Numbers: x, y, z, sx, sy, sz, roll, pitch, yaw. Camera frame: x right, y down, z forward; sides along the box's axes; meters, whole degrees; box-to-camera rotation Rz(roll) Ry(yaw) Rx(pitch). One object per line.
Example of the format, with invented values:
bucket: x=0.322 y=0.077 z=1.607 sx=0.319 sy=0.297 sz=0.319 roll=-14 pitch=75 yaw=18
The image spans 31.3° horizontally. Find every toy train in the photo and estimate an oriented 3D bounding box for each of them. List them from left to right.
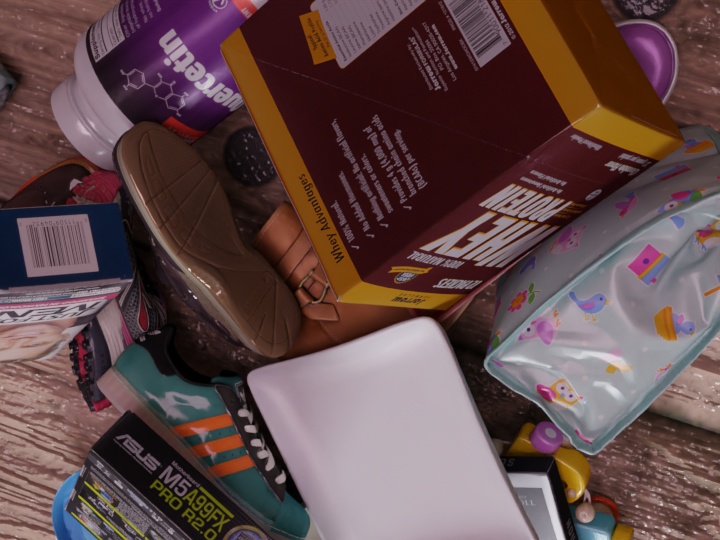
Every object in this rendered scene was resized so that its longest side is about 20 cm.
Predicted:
toy train: x=0.126 y=0.175 z=1.001 sx=0.150 sy=0.056 sz=0.200 roll=-30 pitch=105 yaw=38

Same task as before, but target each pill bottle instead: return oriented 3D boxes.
pill bottle: x=-0.125 y=-0.158 z=0.925 sx=0.200 sy=0.112 sz=0.113 roll=-35 pitch=96 yaw=21

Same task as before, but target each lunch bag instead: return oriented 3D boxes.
lunch bag: x=0.188 y=-0.002 z=0.866 sx=0.122 sy=0.170 sz=0.200 roll=41 pitch=110 yaw=-7

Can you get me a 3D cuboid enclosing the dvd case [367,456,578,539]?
dvd case: x=0.101 y=0.228 z=0.997 sx=0.150 sy=0.025 sz=0.200 roll=-4 pitch=119 yaw=29

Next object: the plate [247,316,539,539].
plate: x=0.027 y=0.139 z=0.936 sx=0.200 sy=0.032 sz=0.200 roll=-20 pitch=98 yaw=42

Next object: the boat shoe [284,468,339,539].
boat shoe: x=-0.076 y=0.229 z=1.069 sx=0.067 sy=0.057 sz=0.200 roll=24 pitch=120 yaw=-33

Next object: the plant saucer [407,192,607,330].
plant saucer: x=0.077 y=-0.092 z=0.894 sx=0.200 sy=0.037 sz=0.200 roll=-39 pitch=66 yaw=24

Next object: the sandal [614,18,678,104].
sandal: x=0.134 y=-0.104 z=0.911 sx=0.202 sy=0.050 sz=0.083 roll=-30 pitch=98 yaw=20

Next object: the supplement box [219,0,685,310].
supplement box: x=0.053 y=-0.111 z=0.810 sx=0.200 sy=0.133 sz=0.198 roll=-36 pitch=68 yaw=26

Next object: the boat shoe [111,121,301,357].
boat shoe: x=-0.120 y=-0.015 z=0.924 sx=0.065 sy=0.072 sz=0.200 roll=-11 pitch=125 yaw=42

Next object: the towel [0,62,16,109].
towel: x=-0.391 y=-0.140 z=1.030 sx=0.171 sy=0.048 sz=0.200 roll=44 pitch=111 yaw=-3

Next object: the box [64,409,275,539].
box: x=-0.128 y=0.209 z=0.970 sx=0.200 sy=0.044 sz=0.160 roll=41 pitch=149 yaw=4

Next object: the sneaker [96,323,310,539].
sneaker: x=-0.103 y=0.124 z=0.979 sx=0.200 sy=0.071 sz=0.080 roll=43 pitch=87 yaw=-3

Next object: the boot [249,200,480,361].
boot: x=0.000 y=0.000 z=0.972 sx=0.155 sy=0.077 sz=0.200 roll=47 pitch=118 yaw=1

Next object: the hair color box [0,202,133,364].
hair color box: x=-0.244 y=0.016 z=0.923 sx=0.200 sy=0.100 sz=0.061 roll=-34 pitch=66 yaw=56

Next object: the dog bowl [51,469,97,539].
dog bowl: x=-0.166 y=0.180 z=1.072 sx=0.200 sy=0.050 sz=0.112 roll=-39 pitch=94 yaw=21

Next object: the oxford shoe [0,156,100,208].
oxford shoe: x=-0.279 y=-0.013 z=1.027 sx=0.200 sy=0.073 sz=0.071 roll=-42 pitch=93 yaw=21

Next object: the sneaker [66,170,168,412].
sneaker: x=-0.189 y=0.013 z=1.008 sx=0.074 sy=0.081 sz=0.201 roll=-12 pitch=124 yaw=-25
